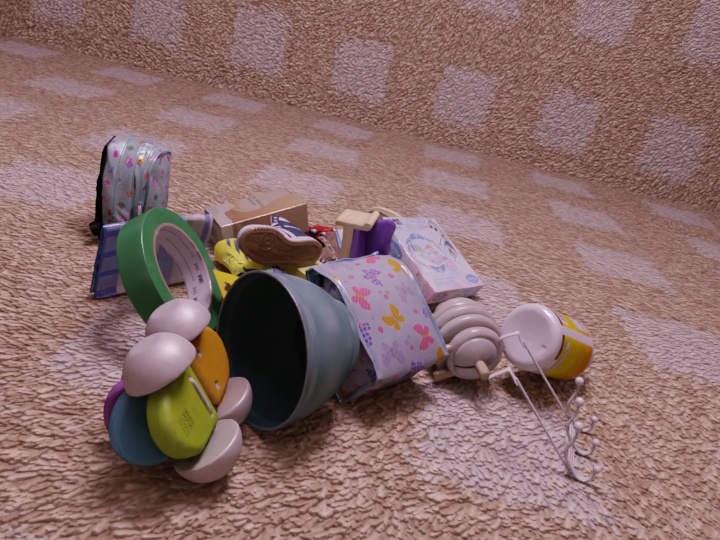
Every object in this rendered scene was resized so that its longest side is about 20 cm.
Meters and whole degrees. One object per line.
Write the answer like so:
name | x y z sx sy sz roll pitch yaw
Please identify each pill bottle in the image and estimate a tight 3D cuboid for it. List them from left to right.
pill bottle | 0.329 0.128 1.099 0.199 0.110 0.109 21 11 -47

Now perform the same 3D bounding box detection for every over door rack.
over door rack | 0.281 0.186 0.934 0.200 0.067 0.148 49 25 0

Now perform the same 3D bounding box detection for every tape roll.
tape roll | -0.285 0.007 0.970 0.048 0.202 0.201 -23 19 12

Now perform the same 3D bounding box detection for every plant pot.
plant pot | -0.085 0.099 0.861 0.133 0.203 0.199 -3 27 -45

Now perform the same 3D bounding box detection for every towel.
towel | -0.345 -0.025 1.069 0.198 0.148 0.024 -12 47 -45

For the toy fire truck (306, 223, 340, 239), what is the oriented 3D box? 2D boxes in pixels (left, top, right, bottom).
toy fire truck | -0.082 -0.084 1.480 0.197 0.049 0.141 18 22 13

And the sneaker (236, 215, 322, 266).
sneaker | -0.172 -0.061 1.190 0.108 0.071 0.199 36 16 36

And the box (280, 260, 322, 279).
box | -0.124 -0.003 1.263 0.075 0.051 0.199 -9 32 -43

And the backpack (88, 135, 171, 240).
backpack | -0.444 -0.161 1.251 0.124 0.203 0.167 11 21 -7

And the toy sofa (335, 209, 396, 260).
toy sofa | 0.000 0.000 1.132 0.096 0.203 0.083 12 21 10

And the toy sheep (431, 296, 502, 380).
toy sheep | 0.168 0.117 1.057 0.136 0.140 0.201 6 31 -18

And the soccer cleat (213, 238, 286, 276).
soccer cleat | -0.220 -0.007 1.198 0.199 0.066 0.083 30 27 33

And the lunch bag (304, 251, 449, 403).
lunch bag | 0.014 0.076 0.976 0.168 0.127 0.203 -11 73 -44

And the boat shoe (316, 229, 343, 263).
boat shoe | -0.053 -0.014 1.319 0.071 0.073 0.201 -9 31 -5

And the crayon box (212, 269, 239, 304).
crayon box | -0.142 0.072 1.013 0.198 0.051 0.127 20 16 -31

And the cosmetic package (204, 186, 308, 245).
cosmetic package | -0.219 -0.107 1.358 0.198 0.072 0.105 -20 37 -28

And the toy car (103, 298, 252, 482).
toy car | -0.225 0.147 0.747 0.148 0.177 0.201 -21 22 7

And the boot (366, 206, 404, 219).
boot | 0.074 -0.056 1.429 0.199 0.072 0.155 41 29 3

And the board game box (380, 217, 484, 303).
board game box | 0.147 -0.026 1.361 0.198 0.043 0.200 -4 52 -50
